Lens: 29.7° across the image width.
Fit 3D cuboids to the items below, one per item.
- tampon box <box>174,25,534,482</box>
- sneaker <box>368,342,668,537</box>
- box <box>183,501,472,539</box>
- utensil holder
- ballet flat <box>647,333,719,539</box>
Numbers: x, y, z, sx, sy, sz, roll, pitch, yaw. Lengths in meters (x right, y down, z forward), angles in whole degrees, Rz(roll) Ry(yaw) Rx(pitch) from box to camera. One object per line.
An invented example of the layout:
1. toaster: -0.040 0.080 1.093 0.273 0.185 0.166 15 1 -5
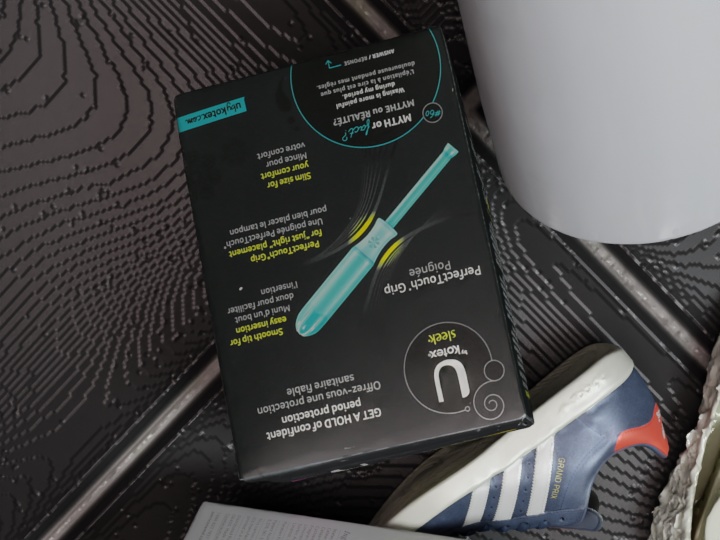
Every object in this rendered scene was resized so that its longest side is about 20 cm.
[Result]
1. tampon box: 0.000 0.000 0.726 0.148 0.126 0.203 -13 80 7
2. sneaker: 0.092 0.132 0.796 0.199 0.075 0.085 -36 95 11
3. box: -0.007 0.221 0.768 0.197 0.098 0.126 5 126 16
4. utensil holder: 0.127 -0.139 0.663 0.168 0.171 0.201 -12 136 6
5. ballet flat: 0.228 0.096 0.785 0.071 0.072 0.203 18 100 1
